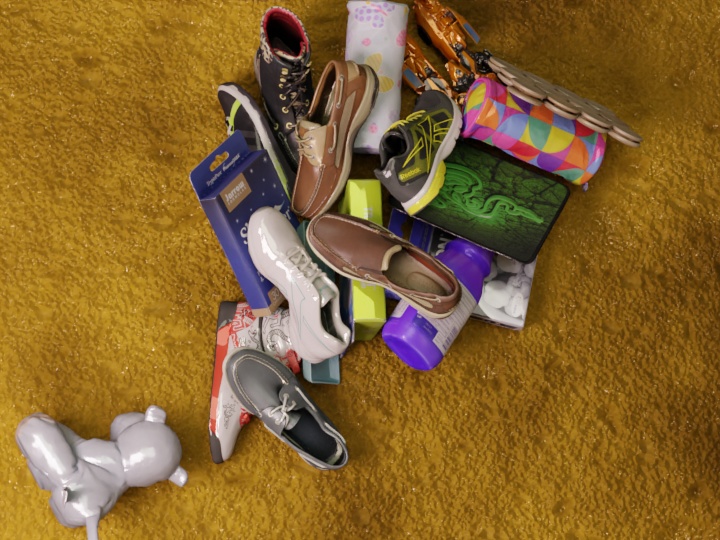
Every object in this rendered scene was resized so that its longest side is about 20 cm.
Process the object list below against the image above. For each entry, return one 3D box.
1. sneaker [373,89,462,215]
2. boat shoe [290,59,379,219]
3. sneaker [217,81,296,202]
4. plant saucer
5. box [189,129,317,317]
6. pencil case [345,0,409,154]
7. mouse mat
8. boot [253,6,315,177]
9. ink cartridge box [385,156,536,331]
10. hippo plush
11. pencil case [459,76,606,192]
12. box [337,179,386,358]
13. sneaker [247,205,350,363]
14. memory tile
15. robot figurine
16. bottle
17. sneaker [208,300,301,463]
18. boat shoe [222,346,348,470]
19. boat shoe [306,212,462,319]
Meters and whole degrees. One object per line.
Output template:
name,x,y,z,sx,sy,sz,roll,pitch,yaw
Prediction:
sneaker,0.070,-0.165,1.664,0.084,0.074,0.201,38,42,-26
boat shoe,-0.048,-0.166,1.646,0.073,0.075,0.202,17,96,-39
sneaker,-0.147,-0.146,1.712,0.082,0.072,0.201,-27,81,-11
plant saucer,-0.054,0.041,1.676,0.019,0.070,0.202,-9,80,30
box,-0.129,-0.060,1.634,0.121,0.032,0.201,-50,123,-45
pencil case,0.016,-0.247,1.718,0.082,0.091,0.202,4,95,-1
mouse mat,0.151,-0.094,1.688,0.199,0.008,0.161,23,49,13
boot,-0.085,-0.220,1.694,0.073,0.154,0.205,-18,79,-10
ink cartridge box,0.133,-0.041,1.732,0.198,0.043,0.200,13,76,-1
hippo plush,-0.296,0.209,1.558,0.160,0.200,0.160,-30,103,-20
pencil case,0.221,-0.175,1.723,0.199,0.088,0.089,23,74,-19
box,0.000,0.000,1.665,0.047,0.122,0.202,0,76,-8
sneaker,-0.066,0.012,1.598,0.070,0.080,0.202,-31,99,-35
memory tile,0.261,-0.216,1.721,0.199,0.154,0.017,21,108,-20
robot figurine,0.115,-0.266,1.776,0.145,0.058,0.200,-39,83,-11
bottle,0.107,0.024,1.651,0.084,0.065,0.201,46,66,-30
sneaker,-0.128,0.137,1.646,0.107,0.067,0.203,4,73,-3
boat shoe,-0.084,0.167,1.606,0.073,0.062,0.200,-46,112,-13
boat shoe,0.031,-0.017,1.569,0.201,0.075,0.075,25,76,2
